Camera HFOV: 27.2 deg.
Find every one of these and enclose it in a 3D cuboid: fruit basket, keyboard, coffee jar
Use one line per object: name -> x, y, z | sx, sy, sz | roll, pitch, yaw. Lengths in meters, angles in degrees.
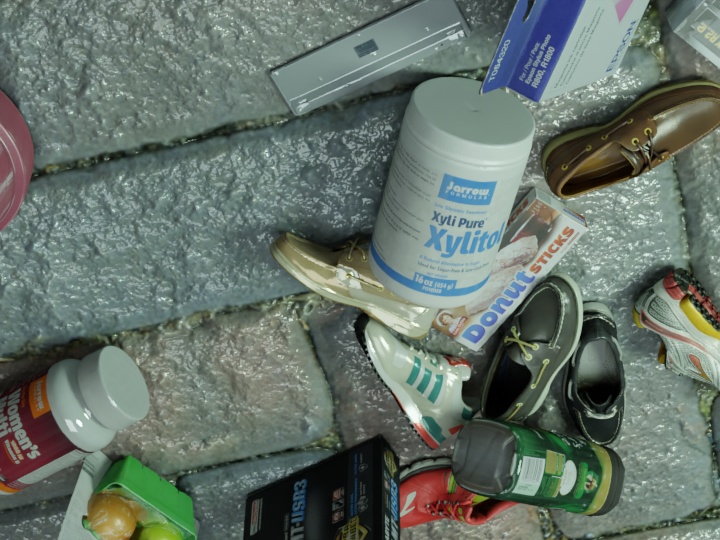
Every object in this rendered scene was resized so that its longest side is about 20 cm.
fruit basket -> -0.276, 0.329, 1.746 | 0.185, 0.201, 0.093 | 39, 132, -26
keyboard -> 0.009, -0.213, 1.469 | 0.199, 0.011, 0.057 | -23, 118, 15
coffee jar -> 0.203, 0.222, 1.671 | 0.199, 0.104, 0.086 | 17, 84, -41

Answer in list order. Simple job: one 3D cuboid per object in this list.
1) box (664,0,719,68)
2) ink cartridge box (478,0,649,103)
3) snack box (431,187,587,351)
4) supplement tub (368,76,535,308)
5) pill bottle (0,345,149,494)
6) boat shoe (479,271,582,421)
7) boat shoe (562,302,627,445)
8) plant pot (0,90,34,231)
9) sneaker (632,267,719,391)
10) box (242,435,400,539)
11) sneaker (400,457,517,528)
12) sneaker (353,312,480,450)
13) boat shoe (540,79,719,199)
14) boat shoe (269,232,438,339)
box -> 0.418, -0.239, 1.424 | 0.199, 0.049, 0.158 | 32, 121, -21
ink cartridge box -> 0.208, -0.248, 1.342 | 0.043, 0.199, 0.197 | 38, 128, 21
snack box -> 0.156, 0.001, 1.613 | 0.072, 0.024, 0.200 | 28, 121, -20
supplement tub -> 0.088, -0.076, 1.492 | 0.131, 0.132, 0.201 | 9, 126, -7
pill bottle -> -0.344, 0.167, 1.681 | 0.199, 0.110, 0.110 | -28, 122, 19
boat shoe -> 0.186, 0.091, 1.641 | 0.060, 0.072, 0.202 | -20, 139, -39
boat shoe -> 0.269, 0.131, 1.685 | 0.073, 0.061, 0.201 | -5, 126, 1
plant pot -> -0.433, -0.076, 1.462 | 0.198, 0.180, 0.201 | -1, 127, -1
sneaker -> 0.376, 0.086, 1.652 | 0.082, 0.078, 0.200 | -33, 110, 26
box -> -0.047, 0.308, 1.728 | 0.197, 0.201, 0.050 | -25, 123, 18
sneaker -> 0.114, 0.269, 1.770 | 0.199, 0.085, 0.077 | -21, 123, 14
sneaker -> 0.068, 0.108, 1.675 | 0.093, 0.070, 0.200 | -32, 119, 1
boat shoe -> 0.278, -0.124, 1.496 | 0.199, 0.068, 0.072 | -23, 123, 16
boat shoe -> 0.000, 0.000, 1.591 | 0.199, 0.074, 0.069 | 26, 110, -19
